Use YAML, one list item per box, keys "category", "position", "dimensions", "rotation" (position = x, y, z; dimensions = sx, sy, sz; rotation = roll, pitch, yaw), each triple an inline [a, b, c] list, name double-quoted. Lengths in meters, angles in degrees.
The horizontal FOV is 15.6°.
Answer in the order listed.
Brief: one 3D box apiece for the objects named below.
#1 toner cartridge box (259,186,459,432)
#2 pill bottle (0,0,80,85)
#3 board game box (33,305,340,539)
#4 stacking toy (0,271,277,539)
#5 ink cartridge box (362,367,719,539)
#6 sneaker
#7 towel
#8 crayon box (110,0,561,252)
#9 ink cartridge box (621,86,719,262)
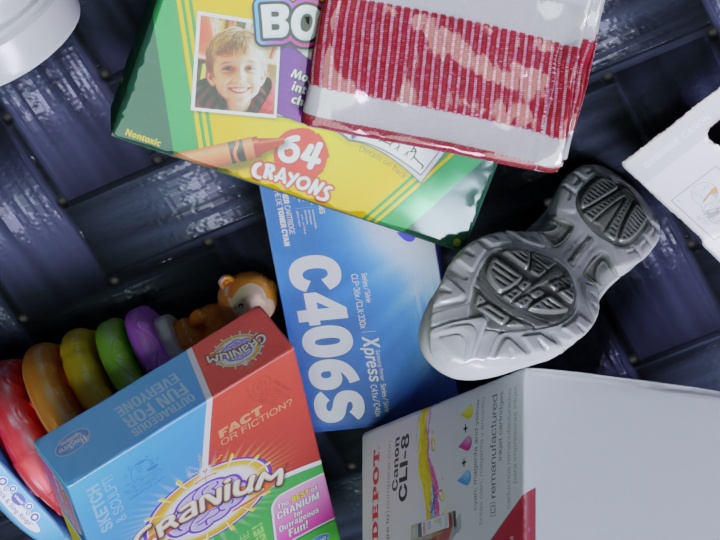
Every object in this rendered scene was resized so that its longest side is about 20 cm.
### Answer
- category: "toner cartridge box"
  position: [0.000, 0.000, 1.507]
  dimensions: [0.095, 0.043, 0.200]
  rotation: [-7, 125, 5]
- category: "pill bottle"
  position: [-0.227, -0.194, 1.330]
  dimensions: [0.116, 0.117, 0.200]
  rotation: [-18, 123, 14]
- category: "board game box"
  position: [-0.096, 0.130, 1.530]
  dimensions: [0.153, 0.040, 0.200]
  rotation: [-32, 144, -15]
- category: "stacking toy"
  position: [-0.131, 0.063, 1.534]
  dimensions: [0.200, 0.110, 0.116]
  rotation: [-32, 119, 9]
- category: "ink cartridge box"
  position: [0.104, 0.149, 1.480]
  dimensions: [0.144, 0.146, 0.200]
  rotation: [7, 163, -24]
- category: "sneaker"
  position: [0.089, 0.022, 1.438]
  dimensions: [0.078, 0.200, 0.099]
  rotation: [46, 130, 10]
- category: "towel"
  position: [0.058, -0.156, 1.336]
  dimensions: [0.144, 0.023, 0.201]
  rotation: [11, 104, -9]
- category: "crayon box"
  position: [-0.010, -0.125, 1.378]
  dimensions: [0.199, 0.058, 0.173]
  rotation: [18, 105, -11]
- category: "ink cartridge box"
  position: [0.269, -0.051, 1.464]
  dimensions: [0.200, 0.050, 0.161]
  rotation: [42, 117, -19]
